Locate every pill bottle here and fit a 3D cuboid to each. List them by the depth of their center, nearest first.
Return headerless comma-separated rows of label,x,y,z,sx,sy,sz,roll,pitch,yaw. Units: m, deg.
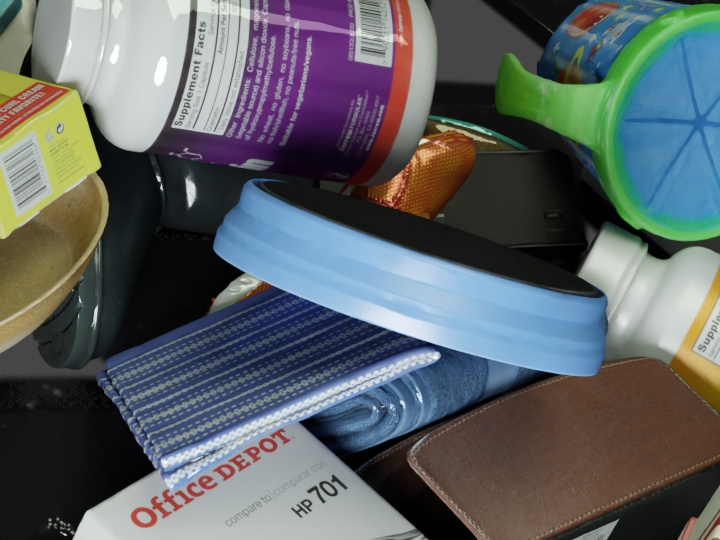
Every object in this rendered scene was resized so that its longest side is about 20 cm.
pill bottle,-0.067,-0.111,1.325,0.199,0.113,0.113,8,42,-22
pill bottle,0.208,0.056,1.448,0.199,0.111,0.111,29,38,3

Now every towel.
towel,-0.050,0.050,1.245,0.144,0.024,0.200,-24,16,-9
towel,0.040,0.053,1.348,0.199,0.111,0.049,-18,87,-49

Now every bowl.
bowl,0.029,0.000,1.236,0.199,0.040,0.201,18,7,-2

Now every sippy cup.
sippy cup,0.171,-0.101,1.473,0.178,0.140,0.130,42,-1,-30

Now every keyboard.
keyboard,0.031,-0.020,1.474,0.199,0.040,0.105,-2,52,-4

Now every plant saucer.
plant saucer,-0.219,0.003,1.265,0.199,0.036,0.201,-10,32,6

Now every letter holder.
letter holder,0.080,0.106,1.329,0.199,0.101,0.142,-17,54,-41

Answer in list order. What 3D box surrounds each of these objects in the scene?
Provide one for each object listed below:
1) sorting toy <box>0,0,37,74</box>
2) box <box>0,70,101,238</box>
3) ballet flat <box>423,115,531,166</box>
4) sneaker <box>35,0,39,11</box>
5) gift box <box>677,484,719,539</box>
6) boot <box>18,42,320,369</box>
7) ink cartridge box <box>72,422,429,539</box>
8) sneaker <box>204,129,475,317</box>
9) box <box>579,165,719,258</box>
sorting toy,-0.165,-0.121,1.466,0.199,0.107,0.181,-2,66,-32
box,-0.230,-0.074,1.306,0.199,0.050,0.075,18,44,40
ballet flat,0.013,-0.066,1.519,0.199,0.068,0.073,23,59,-5
sneaker,-0.110,-0.161,1.424,0.199,0.114,0.077,33,43,-54
gift box,0.231,0.194,1.242,0.184,0.187,0.200,30,54,7
boot,-0.097,-0.034,1.381,0.167,0.076,0.201,8,58,-27
ink cartridge box,-0.029,0.176,1.198,0.200,0.086,0.146,42,41,17
sneaker,0.000,0.000,1.396,0.077,0.073,0.200,39,70,17
box,0.274,-0.070,1.632,0.184,0.105,0.200,42,40,17
